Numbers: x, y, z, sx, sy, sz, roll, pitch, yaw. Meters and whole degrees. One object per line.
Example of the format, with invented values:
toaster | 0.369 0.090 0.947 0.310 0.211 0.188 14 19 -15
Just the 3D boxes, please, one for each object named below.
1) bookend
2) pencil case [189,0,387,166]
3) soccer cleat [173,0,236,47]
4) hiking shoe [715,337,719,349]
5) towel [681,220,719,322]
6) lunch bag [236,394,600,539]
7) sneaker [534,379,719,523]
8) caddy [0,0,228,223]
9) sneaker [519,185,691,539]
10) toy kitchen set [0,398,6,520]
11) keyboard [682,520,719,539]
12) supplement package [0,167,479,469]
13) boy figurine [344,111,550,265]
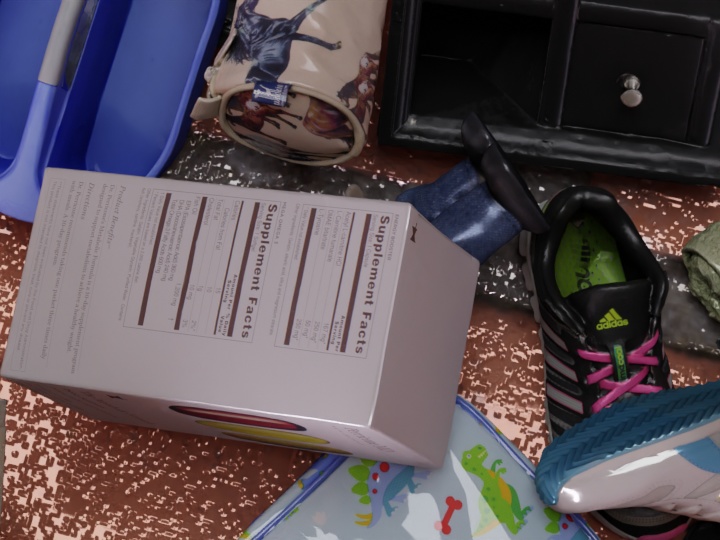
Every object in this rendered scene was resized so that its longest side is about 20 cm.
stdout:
bookend | 0.117 -0.157 1.361 0.198 0.200 0.092 8 42 1
pencil case | -0.027 -0.160 1.343 0.089 0.078 0.201 16 68 -19
soccer cleat | -0.046 -0.180 1.453 0.199 0.073 0.069 -31 92 7
hiking shoe | 0.246 -0.043 1.358 0.086 0.075 0.201 1 47 28
towel | 0.284 0.025 1.394 0.148 0.037 0.200 -36 75 -13
lunch bag | 0.016 0.168 1.314 0.161 0.083 0.200 44 76 10
sneaker | 0.183 0.099 1.302 0.199 0.076 0.081 -12 102 -18
caddy | -0.149 -0.124 1.375 0.140 0.105 0.201 18 94 4
sneaker | 0.130 0.042 1.358 0.073 0.088 0.201 -11 71 -5
toy kitchen set | -0.280 0.080 1.276 0.198 0.181 0.164 5 69 -12
keyboard | 0.168 0.231 1.329 0.104 0.040 0.201 26 72 33
supplement package | -0.057 0.024 1.279 0.199 0.114 0.110 6 78 23
boy figurine | 0.000 0.000 1.369 0.199 0.065 0.125 -33 38 8
